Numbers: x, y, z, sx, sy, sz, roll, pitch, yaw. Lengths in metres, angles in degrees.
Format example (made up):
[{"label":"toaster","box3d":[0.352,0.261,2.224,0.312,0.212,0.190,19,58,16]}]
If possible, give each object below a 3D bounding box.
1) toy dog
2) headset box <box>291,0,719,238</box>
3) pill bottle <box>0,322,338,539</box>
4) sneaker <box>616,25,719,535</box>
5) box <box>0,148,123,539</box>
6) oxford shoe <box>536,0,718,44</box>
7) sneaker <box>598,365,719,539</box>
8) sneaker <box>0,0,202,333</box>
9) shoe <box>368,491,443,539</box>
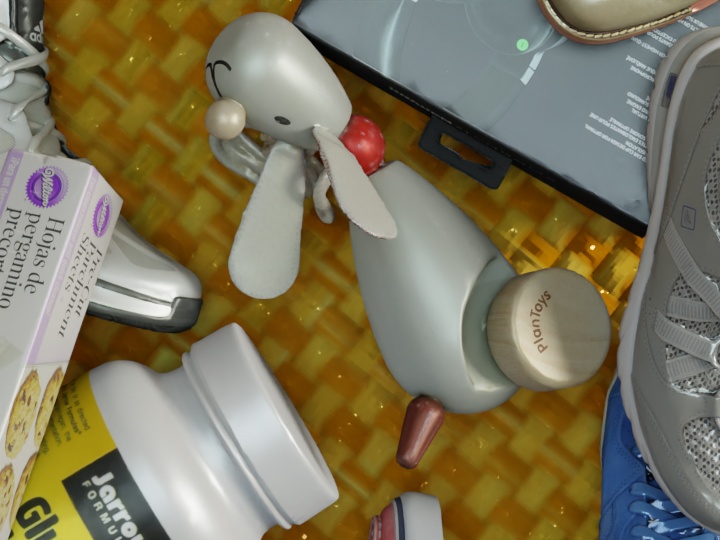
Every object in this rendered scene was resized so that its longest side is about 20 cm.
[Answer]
[{"label":"toy dog","box3d":[0.000,0.000,1.095,0.200,0.132,0.096,37,62,2]},{"label":"headset box","box3d":[0.089,-0.129,1.122,0.174,0.093,0.200,29,91,3]},{"label":"pill bottle","box3d":[-0.115,0.108,1.117,0.200,0.112,0.113,-32,87,2]},{"label":"sneaker","box3d":[0.145,0.010,1.044,0.075,0.082,0.201,-9,103,-18]},{"label":"box","box3d":[-0.145,0.052,1.062,0.039,0.041,0.200,12,73,17]},{"label":"oxford shoe","box3d":[0.151,-0.157,1.036,0.200,0.074,0.071,-37,89,1]},{"label":"sneaker","box3d":[0.130,0.119,1.105,0.077,0.111,0.200,6,89,3]},{"label":"sneaker","box3d":[-0.140,-0.059,1.141,0.200,0.076,0.116,28,92,6]},{"label":"shoe","box3d":[-0.017,0.189,1.131,0.091,0.071,0.201,6,94,-2]}]
